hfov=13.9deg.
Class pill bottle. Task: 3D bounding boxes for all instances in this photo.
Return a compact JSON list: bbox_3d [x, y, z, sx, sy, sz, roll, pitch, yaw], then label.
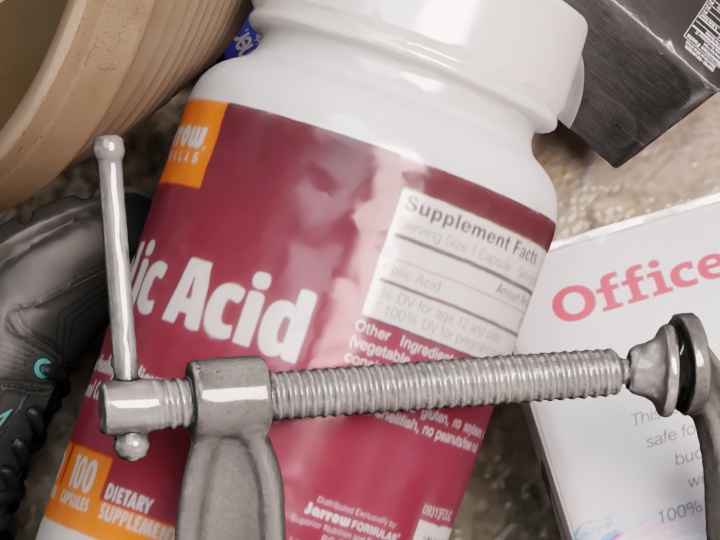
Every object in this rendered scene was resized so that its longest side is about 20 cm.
[{"bbox_3d":[-0.010,0.007,0.852,0.114,0.114,0.201,18,86,16],"label":"pill bottle"}]

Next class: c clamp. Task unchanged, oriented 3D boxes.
[{"bbox_3d":[0.024,0.054,0.789,0.199,0.027,0.172,2,91,-14],"label":"c clamp"}]

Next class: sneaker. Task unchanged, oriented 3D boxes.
[{"bbox_3d":[-0.129,0.055,0.946,0.200,0.075,0.079,-41,76,-4],"label":"sneaker"}]

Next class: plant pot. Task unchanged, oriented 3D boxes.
[{"bbox_3d":[-0.088,-0.114,0.887,0.092,0.201,0.202,7,56,-36],"label":"plant pot"}]

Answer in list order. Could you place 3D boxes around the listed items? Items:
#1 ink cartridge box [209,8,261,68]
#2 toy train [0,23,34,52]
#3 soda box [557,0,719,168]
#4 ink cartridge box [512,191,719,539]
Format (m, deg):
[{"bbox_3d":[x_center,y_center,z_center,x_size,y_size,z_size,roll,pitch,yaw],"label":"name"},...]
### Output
[{"bbox_3d":[-0.088,-0.159,1.024,0.044,0.094,0.200,-35,64,-10],"label":"ink cartridge box"},{"bbox_3d":[-0.164,-0.108,1.003,0.200,0.085,0.114,35,90,21],"label":"toy train"},{"bbox_3d":[0.037,-0.127,0.938,0.200,0.071,0.063,40,58,-7],"label":"soda box"},{"bbox_3d":[0.136,0.080,0.880,0.147,0.086,0.201,-15,62,0],"label":"ink cartridge box"}]
